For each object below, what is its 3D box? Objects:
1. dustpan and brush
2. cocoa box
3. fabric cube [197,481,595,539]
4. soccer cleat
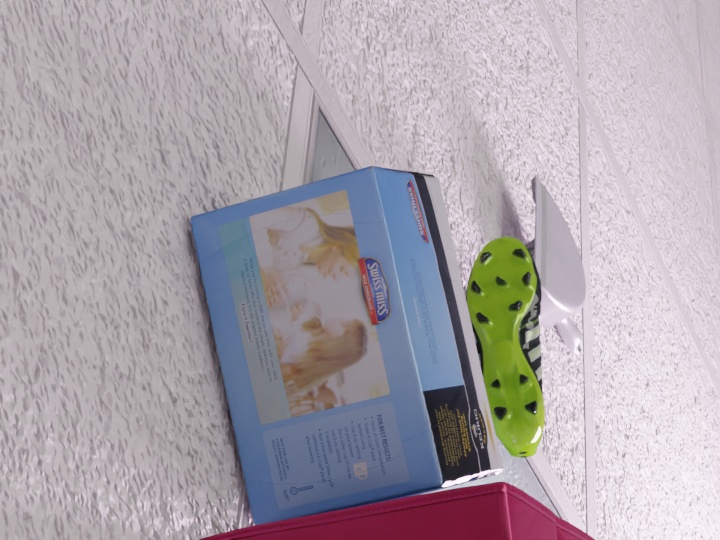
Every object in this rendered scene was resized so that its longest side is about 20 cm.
[{"bbox_3d":[0.194,0.019,1.936,0.200,0.057,0.140,49,33,-39],"label":"dustpan and brush"},{"bbox_3d":[-0.007,0.048,1.227,0.131,0.132,0.202,1,75,-69],"label":"cocoa box"},{"bbox_3d":[0.033,0.251,1.107,0.200,0.195,0.201,38,43,-61],"label":"fabric cube"},{"bbox_3d":[0.129,0.068,1.708,0.081,0.067,0.201,77,10,-60],"label":"soccer cleat"}]
